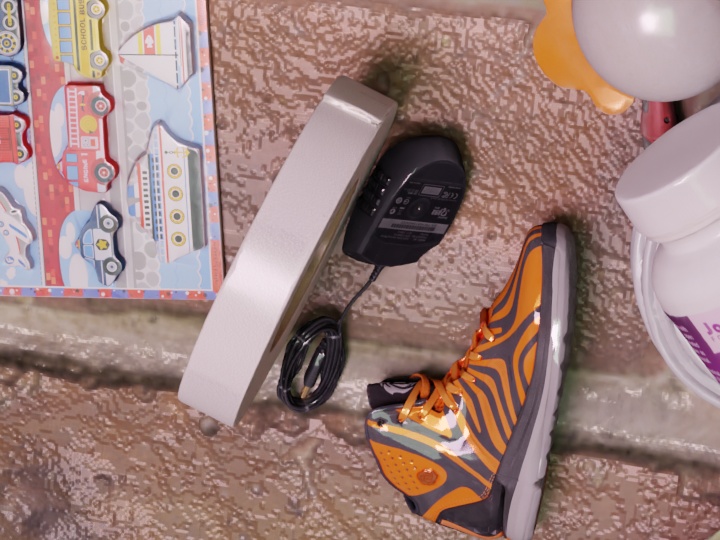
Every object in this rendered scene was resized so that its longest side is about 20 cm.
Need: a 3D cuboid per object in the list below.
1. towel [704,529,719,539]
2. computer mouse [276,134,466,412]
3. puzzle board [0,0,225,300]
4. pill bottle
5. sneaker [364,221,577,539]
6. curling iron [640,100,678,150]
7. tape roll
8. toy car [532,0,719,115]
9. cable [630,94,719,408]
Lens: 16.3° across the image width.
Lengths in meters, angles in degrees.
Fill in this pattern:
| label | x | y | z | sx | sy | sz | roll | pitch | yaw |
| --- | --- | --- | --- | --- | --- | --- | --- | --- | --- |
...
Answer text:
| label | x | y | z | sx | sy | sz | roll | pitch | yaw |
| --- | --- | --- | --- | --- | --- | --- | --- | --- | --- |
| towel | 0.281 | 0.198 | 1.379 | 0.171 | 0.048 | 0.200 | -37 | 98 | 1 |
| computer mouse | 0.000 | 0.000 | 1.454 | 0.200 | 0.059 | 0.034 | -58 | 47 | 25 |
| puzzle board | -0.159 | -0.078 | 1.470 | 0.151 | 0.017 | 0.200 | 1 | 108 | 11 |
| pill bottle | 0.220 | 0.014 | 1.288 | 0.112 | 0.112 | 0.200 | -34 | 105 | 19 |
| sneaker | 0.060 | 0.062 | 1.438 | 0.112 | 0.078 | 0.200 | 12 | 110 | 7 |
| curling iron | 0.177 | -0.080 | 1.395 | 0.050 | 0.026 | 0.200 | 5 | 109 | 12 |
| tape roll | -0.039 | -0.011 | 1.369 | 0.037 | 0.203 | 0.203 | 26 | 111 | 2 |
| toy car | 0.170 | -0.162 | 1.287 | 0.200 | 0.184 | 0.177 | -24 | 101 | 19 |
| cable | 0.247 | -0.015 | 1.372 | 0.200 | 0.069 | 0.200 | -23 | 108 | 13 |
